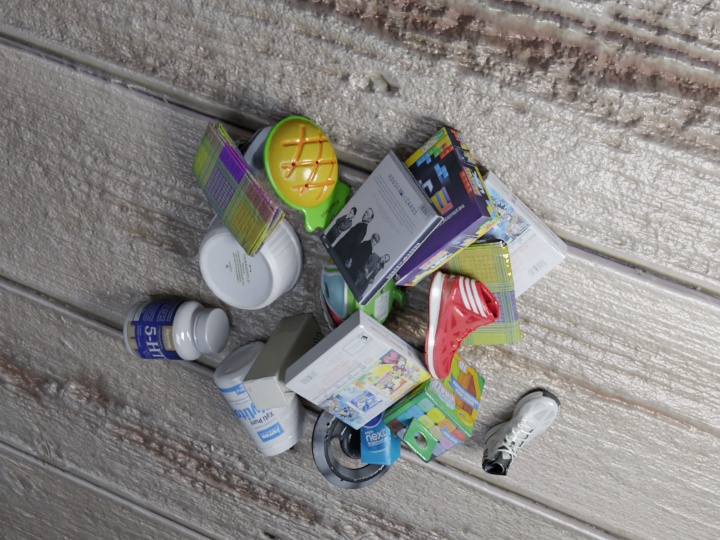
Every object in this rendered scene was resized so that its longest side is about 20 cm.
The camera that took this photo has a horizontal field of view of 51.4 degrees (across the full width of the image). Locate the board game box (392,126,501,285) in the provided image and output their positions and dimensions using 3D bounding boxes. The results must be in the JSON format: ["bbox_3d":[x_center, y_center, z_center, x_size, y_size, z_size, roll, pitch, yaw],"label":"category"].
[{"bbox_3d":[0.108,-0.098,1.199,0.199,0.056,0.169,-39,60,35],"label":"board game box"}]

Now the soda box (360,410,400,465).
[{"bbox_3d":[0.038,0.262,1.437,0.062,0.068,0.206,-1,90,21],"label":"soda box"}]

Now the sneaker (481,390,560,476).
[{"bbox_3d":[0.296,0.317,1.390,0.075,0.116,0.201,36,126,-3],"label":"sneaker"}]

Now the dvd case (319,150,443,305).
[{"bbox_3d":[0.028,-0.068,1.208,0.200,0.024,0.152,-47,58,24],"label":"dvd case"}]

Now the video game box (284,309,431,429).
[{"bbox_3d":[-0.004,0.179,1.311,0.181,0.047,0.199,37,120,-26],"label":"video game box"}]

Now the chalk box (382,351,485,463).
[{"bbox_3d":[0.131,0.251,1.363,0.125,0.201,0.124,43,124,-10],"label":"chalk box"}]

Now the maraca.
[{"bbox_3d":[-0.088,-0.160,1.255,0.106,0.137,0.202,10,138,56],"label":"maraca"}]

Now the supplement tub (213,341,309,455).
[{"bbox_3d":[-0.203,0.263,1.548,0.130,0.133,0.203,-18,111,29],"label":"supplement tub"}]

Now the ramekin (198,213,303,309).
[{"bbox_3d":[-0.214,-0.020,1.404,0.197,0.095,0.207,10,123,16],"label":"ramekin"}]

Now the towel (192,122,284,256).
[{"bbox_3d":[-0.212,-0.133,1.269,0.201,0.023,0.144,52,139,10],"label":"towel"}]

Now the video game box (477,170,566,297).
[{"bbox_3d":[0.210,-0.034,1.248,0.181,0.047,0.200,41,126,-8],"label":"video game box"}]

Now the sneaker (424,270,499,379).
[{"bbox_3d":[0.170,0.103,1.239,0.113,0.079,0.204,8,125,19],"label":"sneaker"}]

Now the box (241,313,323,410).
[{"bbox_3d":[-0.144,0.170,1.424,0.080,0.201,0.070,-13,117,27],"label":"box"}]

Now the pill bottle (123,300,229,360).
[{"bbox_3d":[-0.375,0.123,1.539,0.195,0.120,0.122,-2,119,22],"label":"pill bottle"}]

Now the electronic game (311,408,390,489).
[{"bbox_3d":[-0.006,0.336,1.496,0.203,0.199,0.041,58,163,-18],"label":"electronic game"}]

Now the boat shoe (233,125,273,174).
[{"bbox_3d":[-0.209,-0.195,1.314,0.069,0.073,0.200,51,138,7],"label":"boat shoe"}]

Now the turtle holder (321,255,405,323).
[{"bbox_3d":[-0.004,0.011,1.309,0.129,0.142,0.187,16,148,28],"label":"turtle holder"}]

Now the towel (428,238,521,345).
[{"bbox_3d":[0.191,0.037,1.250,0.140,0.023,0.204,-4,119,24],"label":"towel"}]

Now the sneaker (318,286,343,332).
[{"bbox_3d":[-0.009,0.106,1.401,0.084,0.077,0.203,-33,78,3],"label":"sneaker"}]
